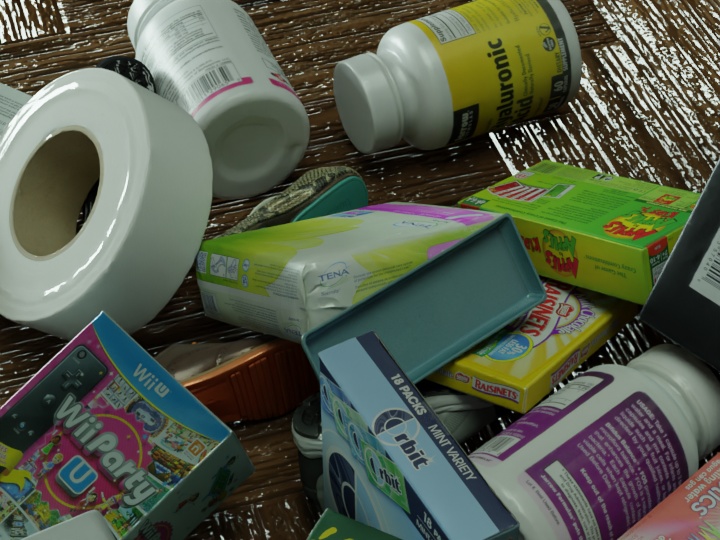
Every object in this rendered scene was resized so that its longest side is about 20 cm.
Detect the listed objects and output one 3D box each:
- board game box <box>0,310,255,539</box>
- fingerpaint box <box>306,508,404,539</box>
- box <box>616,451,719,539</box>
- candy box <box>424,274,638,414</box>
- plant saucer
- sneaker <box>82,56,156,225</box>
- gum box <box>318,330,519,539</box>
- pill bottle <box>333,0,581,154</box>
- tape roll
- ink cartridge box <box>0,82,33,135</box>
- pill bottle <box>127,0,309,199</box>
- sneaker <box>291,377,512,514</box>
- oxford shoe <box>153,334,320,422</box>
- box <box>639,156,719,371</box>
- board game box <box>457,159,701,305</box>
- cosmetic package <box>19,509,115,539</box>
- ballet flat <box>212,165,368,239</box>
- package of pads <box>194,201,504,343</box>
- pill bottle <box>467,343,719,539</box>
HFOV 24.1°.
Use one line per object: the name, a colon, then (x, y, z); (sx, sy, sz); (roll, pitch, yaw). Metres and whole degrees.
board game box: (-0.193, 0.147, 1.124); (0.200, 0.064, 0.147); (-44, 58, -14)
fingerpaint box: (0.040, 0.249, 0.964); (0.166, 0.201, 0.073); (19, 47, 19)
box: (0.248, 0.187, 1.098); (0.199, 0.103, 0.094); (-33, 53, -30)
candy box: (0.122, 0.044, 1.247); (0.102, 0.027, 0.200); (20, 29, 25)
plant saucer: (0.044, 0.033, 1.163); (0.199, 0.070, 0.019); (-30, 9, -32)
sneaker: (-0.196, -0.080, 1.397); (0.071, 0.083, 0.202); (7, 67, -18)
gum box: (0.032, 0.166, 1.048); (0.044, 0.201, 0.170); (-20, 48, -20)
pill bottle: (0.081, -0.168, 1.451); (0.199, 0.112, 0.112); (-20, 48, -18)
tape roll: (-0.206, -0.049, 1.275); (0.201, 0.071, 0.204); (-17, 63, 36)
ink cartridge box: (-0.357, -0.072, 1.372); (0.146, 0.084, 0.200); (24, 49, 22)
pill bottle: (-0.127, -0.164, 1.444); (0.112, 0.114, 0.201); (-15, 47, -15)
sneaker: (0.032, 0.115, 1.201); (0.199, 0.080, 0.074); (-16, 26, -37)
oxford shoe: (-0.101, 0.071, 1.238); (0.199, 0.072, 0.073); (-19, 44, -18)
box: (0.310, -0.005, 1.201); (0.104, 0.149, 0.199); (35, 20, 30)
board game box: (0.180, -0.033, 1.301); (0.101, 0.048, 0.199); (-27, 27, -32)
cosmetic package: (-0.180, 0.282, 0.954); (0.166, 0.167, 0.200); (-20, 49, -20)
ballet flat: (-0.075, -0.024, 1.347); (0.075, 0.068, 0.200); (9, 36, 39)
package of pads: (0.000, 0.000, 1.241); (0.199, 0.069, 0.154); (-14, 15, -34)
pill bottle: (0.158, 0.134, 1.145); (0.199, 0.113, 0.112); (-31, 52, -28)
